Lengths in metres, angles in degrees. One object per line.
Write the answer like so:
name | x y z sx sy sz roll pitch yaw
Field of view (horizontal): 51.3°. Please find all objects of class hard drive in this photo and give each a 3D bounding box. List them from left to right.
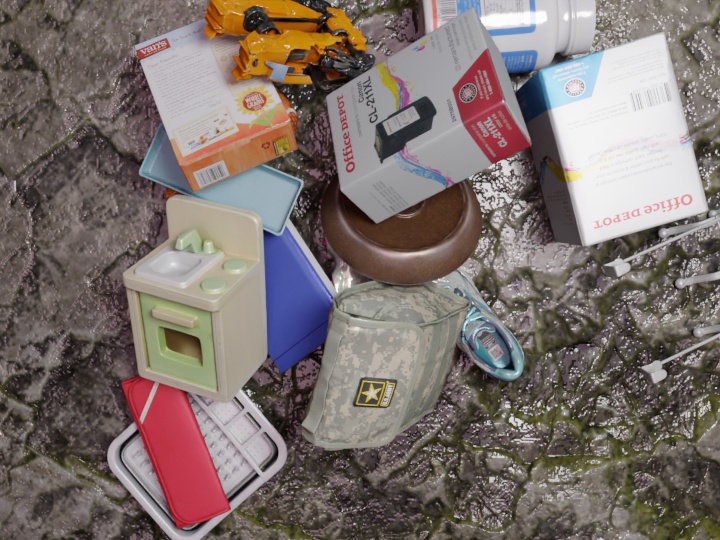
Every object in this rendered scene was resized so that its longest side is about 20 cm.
hard drive | -0.108 0.011 0.927 0.131 0.025 0.201 -37 85 33

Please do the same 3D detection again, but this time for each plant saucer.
plant saucer | -0.165 -0.108 0.889 0.198 0.019 0.071 24 87 11
plant saucer | 0.051 -0.077 0.895 0.197 0.035 0.203 2 57 -3

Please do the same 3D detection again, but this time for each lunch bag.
lunch bag | 0.022 0.104 0.854 0.117 0.199 0.166 29 116 29

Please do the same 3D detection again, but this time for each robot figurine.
robot figurine | -0.076 -0.270 0.876 0.146 0.198 0.058 57 133 21

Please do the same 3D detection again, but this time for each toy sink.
toy sink | -0.191 0.033 0.876 0.128 0.112 0.203 13 121 18

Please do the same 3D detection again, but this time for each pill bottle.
pill bottle | 0.171 -0.291 0.894 0.196 0.112 0.114 -4 94 2

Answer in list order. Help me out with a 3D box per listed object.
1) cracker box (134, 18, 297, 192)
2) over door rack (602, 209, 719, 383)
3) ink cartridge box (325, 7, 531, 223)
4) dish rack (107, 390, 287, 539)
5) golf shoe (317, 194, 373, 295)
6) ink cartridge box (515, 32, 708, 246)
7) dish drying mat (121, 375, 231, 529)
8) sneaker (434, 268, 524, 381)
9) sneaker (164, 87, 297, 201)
cracker box | -0.171 -0.204 0.881 0.132 0.058 0.202 -23 62 -6
over door rack | 0.393 0.025 0.924 0.198 0.067 0.150 -24 94 -18
ink cartridge box | 0.068 -0.165 0.824 0.198 0.083 0.148 -26 55 23
dish rack | -0.209 0.234 0.977 0.200 0.044 0.172 -41 93 4
golf shoe | 0.000 0.000 0.940 0.090 0.075 0.204 -7 96 -2
ink cartridge box | 0.288 -0.145 0.883 0.144 0.146 0.203 -15 93 2
dish drying mat | -0.234 0.223 0.947 0.076 0.018 0.203 -20 93 3
sneaker | 0.134 0.058 0.932 0.200 0.086 0.078 43 94 -2
sneaker | -0.167 -0.152 0.945 0.199 0.073 0.078 -38 68 3
